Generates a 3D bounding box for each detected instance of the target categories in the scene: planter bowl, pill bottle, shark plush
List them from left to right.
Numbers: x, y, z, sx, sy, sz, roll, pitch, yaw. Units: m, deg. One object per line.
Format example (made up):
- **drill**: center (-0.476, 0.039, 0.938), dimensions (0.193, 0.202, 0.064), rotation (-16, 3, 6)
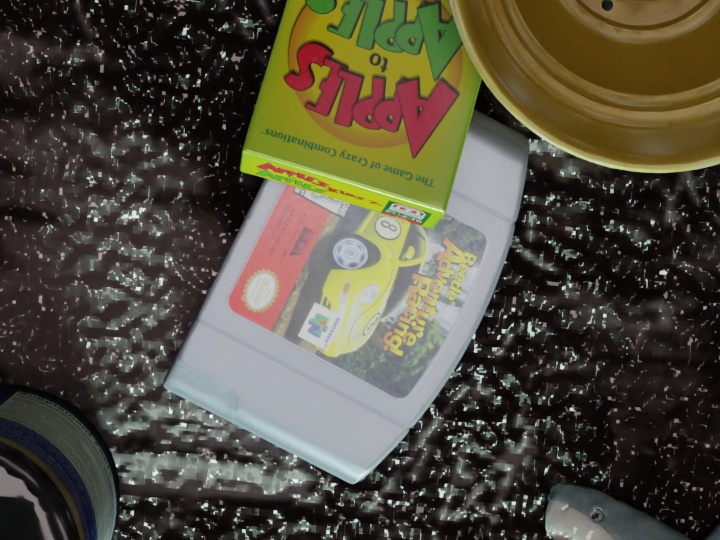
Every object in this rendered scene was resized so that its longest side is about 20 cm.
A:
- **pill bottle**: center (-0.172, 0.115, 0.792), dimensions (0.110, 0.200, 0.113), rotation (0, 95, -1)
- **planter bowl**: center (0.137, -0.153, 0.789), dimensions (0.198, 0.084, 0.203), rotation (0, 106, 1)
- **shark plush**: center (0.193, 0.159, 0.872), dimensions (0.198, 0.091, 0.084), rotation (3, 65, 3)

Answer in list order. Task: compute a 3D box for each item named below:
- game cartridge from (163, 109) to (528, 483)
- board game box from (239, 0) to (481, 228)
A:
- **game cartridge**: center (0.000, 0.000, 0.868), dimensions (0.132, 0.041, 0.201), rotation (26, 94, -7)
- **board game box**: center (0.017, -0.133, 0.826), dimensions (0.101, 0.048, 0.202), rotation (16, 81, -4)
